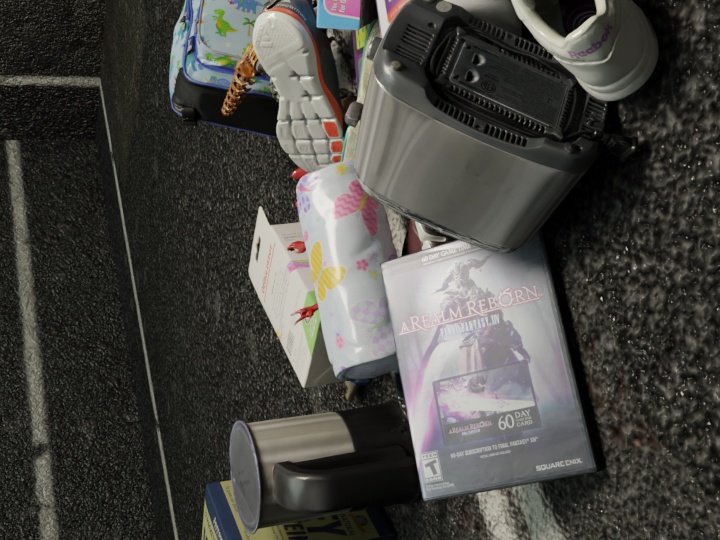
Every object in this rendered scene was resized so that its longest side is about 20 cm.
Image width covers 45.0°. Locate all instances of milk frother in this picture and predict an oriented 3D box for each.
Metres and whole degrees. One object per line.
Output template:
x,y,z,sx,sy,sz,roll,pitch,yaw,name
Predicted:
-0.033,0.159,0.921,0.180,0.187,0.202,140,123,-61,milk frother

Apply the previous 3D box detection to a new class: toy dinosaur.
-0.084,-0.243,1.017,0.200,0.102,0.136,-31,94,50,toy dinosaur

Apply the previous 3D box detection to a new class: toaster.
0.088,-0.098,0.638,0.129,0.199,0.114,114,178,-54,toaster

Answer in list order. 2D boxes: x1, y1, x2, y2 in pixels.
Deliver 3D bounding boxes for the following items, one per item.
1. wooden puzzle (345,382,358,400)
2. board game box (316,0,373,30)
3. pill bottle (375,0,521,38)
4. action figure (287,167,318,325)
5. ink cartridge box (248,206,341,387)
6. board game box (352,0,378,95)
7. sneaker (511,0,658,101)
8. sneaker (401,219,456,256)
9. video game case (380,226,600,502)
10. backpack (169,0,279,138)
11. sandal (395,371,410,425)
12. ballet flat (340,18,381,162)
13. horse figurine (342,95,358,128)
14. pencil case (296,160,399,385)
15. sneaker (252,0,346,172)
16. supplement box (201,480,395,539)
-0.029,0.031,1.069,0.186,0.046,0.201,110,147,-44,wooden puzzle
-0.009,-0.332,0.813,0.153,0.040,0.202,-74,-12,-72,board game box
0.062,-0.264,0.716,0.111,0.110,0.202,134,133,-60,pill bottle
-0.049,-0.023,0.907,0.066,0.098,0.200,83,161,-44,action figure
-0.065,0.023,1.018,0.200,0.067,0.118,58,145,40,ink cartridge box
0.029,-0.207,0.916,0.120,0.032,0.202,-178,83,-71,board game box
0.129,-0.209,0.582,0.075,0.099,0.201,-39,57,26,sneaker
0.082,0.027,0.798,0.116,0.075,0.202,121,145,-71,sneaker
0.098,0.072,0.698,0.142,0.019,0.202,-16,76,22,video game case
-0.151,-0.298,1.137,0.147,0.182,0.201,128,142,-53,backpack
0.064,0.082,0.851,0.048,0.075,0.201,70,-176,-48,sandal
0.023,-0.144,0.838,0.062,0.067,0.201,30,130,28,ballet flat
-0.029,-0.135,0.988,0.200,0.049,0.134,-135,36,-69,horse figurine
0.000,0.000,0.803,0.083,0.090,0.202,-33,66,51,pencil case
-0.043,-0.184,0.865,0.201,0.076,0.082,78,-150,-46,sneaker
-0.085,0.365,1.061,0.134,0.198,0.201,-130,43,-52,supplement box
